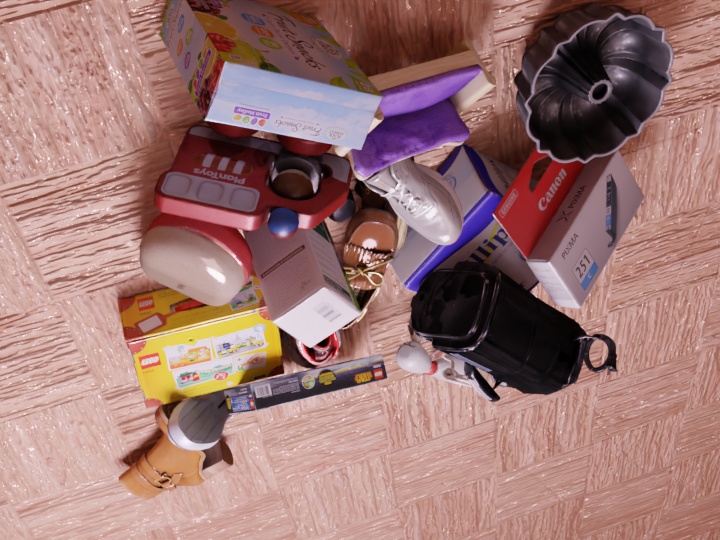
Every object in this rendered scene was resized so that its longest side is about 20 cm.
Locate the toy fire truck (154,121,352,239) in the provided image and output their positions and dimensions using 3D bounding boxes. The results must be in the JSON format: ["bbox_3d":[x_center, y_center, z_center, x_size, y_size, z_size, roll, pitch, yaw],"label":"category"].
[{"bbox_3d":[-0.113,-0.099,1.140,0.199,0.168,0.112,14,133,-3],"label":"toy fire truck"}]

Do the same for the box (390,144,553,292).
[{"bbox_3d":[0.163,-0.045,1.392,0.199,0.105,0.184,19,124,-38],"label":"box"}]

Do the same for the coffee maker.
[{"bbox_3d":[0.193,0.071,1.325,0.192,0.135,0.200,-23,144,35],"label":"coffee maker"}]

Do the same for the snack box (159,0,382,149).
[{"bbox_3d":[-0.094,-0.205,1.028,0.168,0.200,0.068,8,122,-29],"label":"snack box"}]

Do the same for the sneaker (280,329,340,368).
[{"bbox_3d":[-0.069,0.102,1.441,0.067,0.108,0.202,-13,139,-11],"label":"sneaker"}]

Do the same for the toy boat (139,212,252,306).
[{"bbox_3d":[-0.183,-0.040,1.225,0.130,0.131,0.200,25,168,-9],"label":"toy boat"}]

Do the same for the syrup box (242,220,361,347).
[{"bbox_3d":[-0.078,-0.016,1.241,0.081,0.200,0.079,-34,138,15],"label":"syrup box"}]

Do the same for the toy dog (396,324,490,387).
[{"bbox_3d":[0.131,0.117,1.553,0.131,0.097,0.200,13,175,15],"label":"toy dog"}]

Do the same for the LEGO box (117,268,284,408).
[{"bbox_3d":[-0.210,0.091,1.388,0.199,0.077,0.149,-13,138,-11],"label":"LEGO box"}]

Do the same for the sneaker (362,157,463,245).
[{"bbox_3d":[0.042,-0.100,1.196,0.076,0.092,0.200,-35,103,27],"label":"sneaker"}]

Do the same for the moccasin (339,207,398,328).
[{"bbox_3d":[-0.002,-0.001,1.307,0.073,0.078,0.202,18,138,-10],"label":"moccasin"}]

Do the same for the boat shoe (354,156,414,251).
[{"bbox_3d":[0.027,-0.105,1.291,0.067,0.072,0.201,-3,132,-11],"label":"boat shoe"}]

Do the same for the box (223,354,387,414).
[{"bbox_3d":[-0.079,0.162,1.461,0.199,0.040,0.137,-11,175,-24],"label":"box"}]

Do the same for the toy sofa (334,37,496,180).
[{"bbox_3d":[0.059,-0.180,1.138,0.200,0.098,0.083,-23,172,-39],"label":"toy sofa"}]

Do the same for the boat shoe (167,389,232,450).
[{"bbox_3d":[-0.232,0.217,1.451,0.067,0.074,0.200,-32,177,14],"label":"boat shoe"}]

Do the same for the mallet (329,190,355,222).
[{"bbox_3d":[-0.054,-0.152,1.239,0.041,0.066,0.201,-22,124,-2],"label":"mallet"}]

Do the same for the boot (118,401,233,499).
[{"bbox_3d":[-0.300,0.280,1.557,0.154,0.074,0.200,-24,137,8],"label":"boot"}]

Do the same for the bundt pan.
[{"bbox_3d":[0.273,-0.233,1.252,0.201,0.076,0.203,-13,131,-16],"label":"bundt pan"}]

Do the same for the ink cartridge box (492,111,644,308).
[{"bbox_3d":[0.272,-0.083,1.324,0.176,0.045,0.200,50,63,-31],"label":"ink cartridge box"}]
